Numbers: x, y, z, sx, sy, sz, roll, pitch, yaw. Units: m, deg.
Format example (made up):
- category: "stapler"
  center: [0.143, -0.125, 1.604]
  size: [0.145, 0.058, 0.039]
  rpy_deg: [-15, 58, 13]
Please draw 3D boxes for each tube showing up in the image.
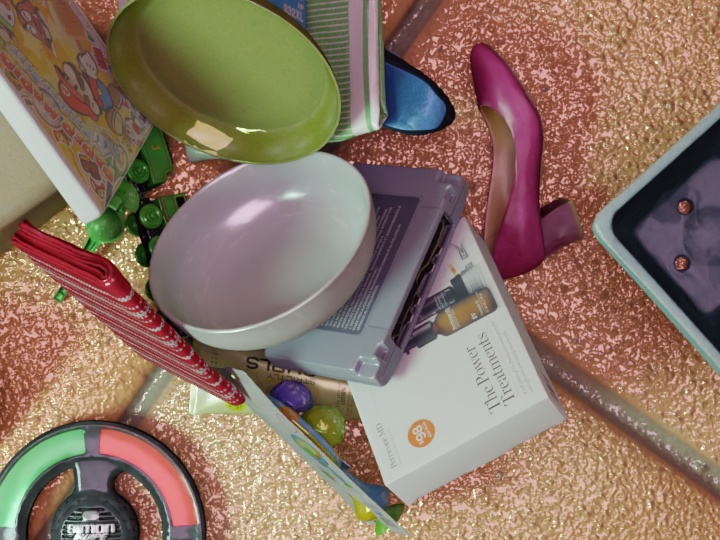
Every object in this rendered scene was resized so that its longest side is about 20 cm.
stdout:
- category: "tube"
  center: [-0.053, 0.102, 1.289]
  size: [0.199, 0.052, 0.058]
  rpy_deg: [7, 60, 4]

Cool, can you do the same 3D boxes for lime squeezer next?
- category: "lime squeezer"
  center: [-0.219, -0.036, 1.248]
  size: [0.038, 0.200, 0.071]
  rpy_deg: [19, 60, -18]

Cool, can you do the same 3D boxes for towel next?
- category: "towel"
  center: [-0.190, 0.037, 1.199]
  size: [0.144, 0.200, 0.023]
  rpy_deg: [22, 71, 42]
- category: "towel"
  center: [-0.070, -0.180, 1.255]
  size: [0.199, 0.023, 0.153]
  rpy_deg: [-5, 87, 27]

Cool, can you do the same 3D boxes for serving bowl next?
- category: "serving bowl"
  center: [-0.074, -0.007, 1.211]
  size: [0.199, 0.200, 0.066]
  rpy_deg: [-27, 132, 1]

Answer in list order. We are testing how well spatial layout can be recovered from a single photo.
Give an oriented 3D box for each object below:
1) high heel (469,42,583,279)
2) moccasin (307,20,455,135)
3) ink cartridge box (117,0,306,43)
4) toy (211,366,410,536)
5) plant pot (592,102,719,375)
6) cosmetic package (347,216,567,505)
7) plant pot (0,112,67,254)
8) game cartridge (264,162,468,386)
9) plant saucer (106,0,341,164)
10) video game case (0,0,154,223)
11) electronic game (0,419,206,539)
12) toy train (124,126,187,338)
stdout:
- category: "high heel"
  center: [0.117, -0.094, 1.272]
  size: [0.096, 0.067, 0.201]
  rpy_deg: [-26, 93, -10]
- category: "moccasin"
  center: [-0.005, -0.167, 1.272]
  size: [0.200, 0.068, 0.081]
  rpy_deg: [38, 105, 23]
- category: "ink cartridge box"
  center: [-0.124, -0.287, 1.232]
  size: [0.144, 0.084, 0.201]
  rpy_deg: [-4, 82, 30]
- category: "toy"
  center: [-0.034, 0.142, 1.241]
  size: [0.047, 0.115, 0.200]
  rpy_deg: [-44, 102, -16]
- category: "plant pot"
  center: [0.313, -0.031, 1.207]
  size: [0.196, 0.200, 0.196]
  rpy_deg: [-42, 90, 1]
- category: "cosmetic package"
  center: [0.064, 0.072, 1.210]
  size: [0.150, 0.052, 0.200]
  rpy_deg: [-31, 50, 11]
- category: "plant pot"
  center: [-0.332, -0.110, 1.228]
  size: [0.176, 0.200, 0.201]
  rpy_deg: [-26, 90, -13]
- category: "game cartridge"
  center: [0.000, 0.000, 1.237]
  size: [0.133, 0.041, 0.201]
  rpy_deg: [10, 64, 33]
- category: "plant saucer"
  center: [-0.107, -0.164, 1.182]
  size: [0.199, 0.200, 0.031]
  rpy_deg: [18, 56, 1]
- category: "video game case"
  center: [-0.244, -0.160, 1.155]
  size: [0.023, 0.182, 0.200]
  rpy_deg: [-24, 114, 20]
- category: "electronic game"
  center: [-0.236, 0.234, 1.294]
  size: [0.199, 0.042, 0.201]
  rpy_deg: [0, 90, 1]
- category: "toy train"
  center: [-0.175, -0.038, 1.286]
  size: [0.056, 0.042, 0.201]
  rpy_deg: [-16, 87, -37]
